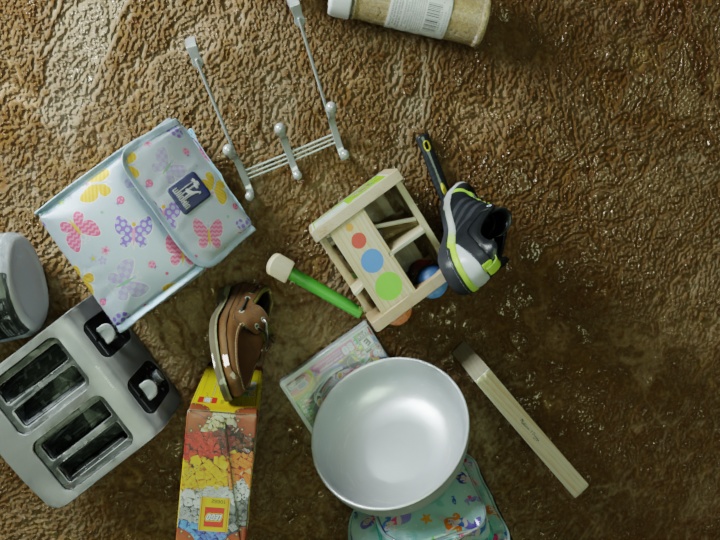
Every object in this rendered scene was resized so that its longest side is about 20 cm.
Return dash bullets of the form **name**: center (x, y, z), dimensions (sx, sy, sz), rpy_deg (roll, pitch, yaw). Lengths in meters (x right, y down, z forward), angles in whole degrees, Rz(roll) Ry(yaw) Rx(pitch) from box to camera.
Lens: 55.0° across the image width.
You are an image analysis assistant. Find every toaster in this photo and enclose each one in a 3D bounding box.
- **toaster**: center (-0.346, 0.155, 0.833), dimensions (0.198, 0.119, 0.183), rpy_deg (-35, 98, -1)

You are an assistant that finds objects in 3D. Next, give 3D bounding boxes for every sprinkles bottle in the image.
- **sprinkles bottle**: center (0.059, -0.327, 0.846), dimensions (0.194, 0.068, 0.071), rpy_deg (10, 96, -7)

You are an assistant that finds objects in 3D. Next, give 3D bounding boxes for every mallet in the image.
- **mallet**: center (0.126, -0.082, 0.900), dimensions (0.064, 0.041, 0.206), rpy_deg (-16, 94, -5)

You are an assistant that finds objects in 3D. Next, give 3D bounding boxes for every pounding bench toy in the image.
- **pounding bench toy**: center (0.000, 0.000, 0.849), dimensions (0.198, 0.124, 0.158), rpy_deg (-35, 99, -1)

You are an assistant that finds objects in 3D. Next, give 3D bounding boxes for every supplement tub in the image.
- **supplement tub**: center (-0.481, 0.034, 0.803), dimensions (0.194, 0.123, 0.127), rpy_deg (-11, 98, -4)

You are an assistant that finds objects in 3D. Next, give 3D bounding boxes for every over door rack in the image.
- **over door rack**: center (-0.108, -0.200, 0.825), dimensions (0.144, 0.067, 0.205), rpy_deg (-22, 113, -4)

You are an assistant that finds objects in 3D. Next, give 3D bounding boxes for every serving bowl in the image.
- **serving bowl**: center (0.040, 0.209, 0.845), dimensions (0.195, 0.202, 0.067), rpy_deg (-22, 135, -2)

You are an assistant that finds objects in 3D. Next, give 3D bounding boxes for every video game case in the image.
- **video game case**: center (0.002, 0.192, 0.925), dimensions (0.141, 0.018, 0.203), rpy_deg (-33, 99, -2)

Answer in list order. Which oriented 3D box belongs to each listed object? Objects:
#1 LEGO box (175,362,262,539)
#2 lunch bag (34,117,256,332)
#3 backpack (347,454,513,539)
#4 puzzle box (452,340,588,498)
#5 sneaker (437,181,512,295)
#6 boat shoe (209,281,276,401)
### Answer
- **LEGO box**: center (-0.161, 0.209, 0.818), dimensions (0.075, 0.200, 0.154), rpy_deg (6, 96, -7)
- **lunch bag**: center (-0.247, -0.059, 0.818), dimensions (0.198, 0.127, 0.172), rpy_deg (-35, 101, -8)
- **backpack**: center (0.081, 0.331, 0.863), dimensions (0.195, 0.179, 0.153), rpy_deg (-24, 119, 1)
- **puzzle box**: center (0.201, 0.186, 0.888), dimensions (0.025, 0.133, 0.201), rpy_deg (-41, 100, 1)
- **sneaker**: center (0.141, -0.046, 0.795), dimensions (0.082, 0.202, 0.072), rpy_deg (-30, 118, 27)
- **boat shoe**: center (-0.134, 0.069, 0.806), dimensions (0.066, 0.202, 0.074), rpy_deg (-11, 122, -2)
